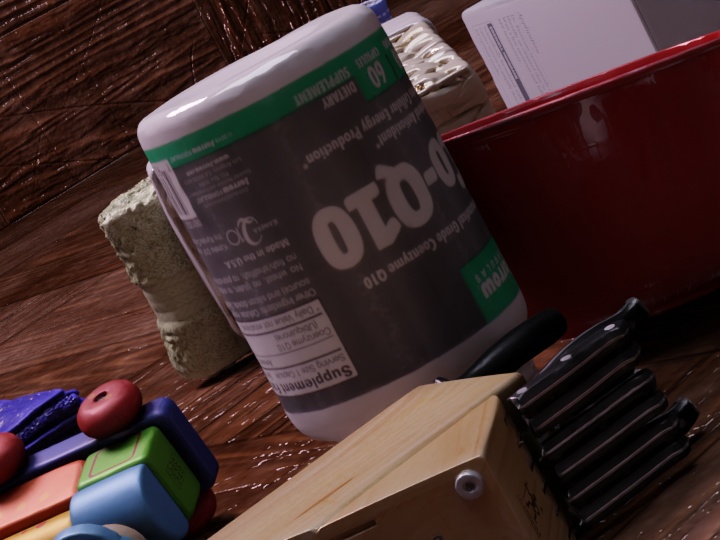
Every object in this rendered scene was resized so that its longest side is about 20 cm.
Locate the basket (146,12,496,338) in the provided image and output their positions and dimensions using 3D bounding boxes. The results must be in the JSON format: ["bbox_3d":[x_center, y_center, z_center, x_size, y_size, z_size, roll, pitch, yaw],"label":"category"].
[{"bbox_3d":[-0.005,-0.046,1.303,0.200,0.136,0.123,-31,23,-8],"label":"basket"}]

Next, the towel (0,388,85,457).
[{"bbox_3d":[-0.270,0.127,1.433,0.148,0.050,0.200,-34,12,-34],"label":"towel"}]

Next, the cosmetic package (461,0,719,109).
[{"bbox_3d":[0.215,-0.187,1.506,0.199,0.123,0.200,-33,13,-26],"label":"cosmetic package"}]

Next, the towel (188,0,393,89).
[{"bbox_3d":[-0.022,-0.072,1.427,0.145,0.200,0.024,-28,45,-8],"label":"towel"}]

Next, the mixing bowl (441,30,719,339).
[{"bbox_3d":[0.114,-0.035,1.004,0.200,0.108,0.200,-20,3,1],"label":"mixing bowl"}]

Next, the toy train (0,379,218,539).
[{"bbox_3d":[-0.170,0.141,1.043,0.200,0.085,0.116,-25,24,20],"label":"toy train"}]

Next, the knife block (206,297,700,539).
[{"bbox_3d":[0.027,0.084,0.818,0.200,0.064,0.176,-26,10,15],"label":"knife block"}]

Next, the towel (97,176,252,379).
[{"bbox_3d":[-0.054,-0.030,1.380,0.200,0.148,0.036,-30,27,-8],"label":"towel"}]

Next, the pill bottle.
[{"bbox_3d":[0.000,0.000,0.913,0.113,0.200,0.113,-27,10,5],"label":"pill bottle"}]
